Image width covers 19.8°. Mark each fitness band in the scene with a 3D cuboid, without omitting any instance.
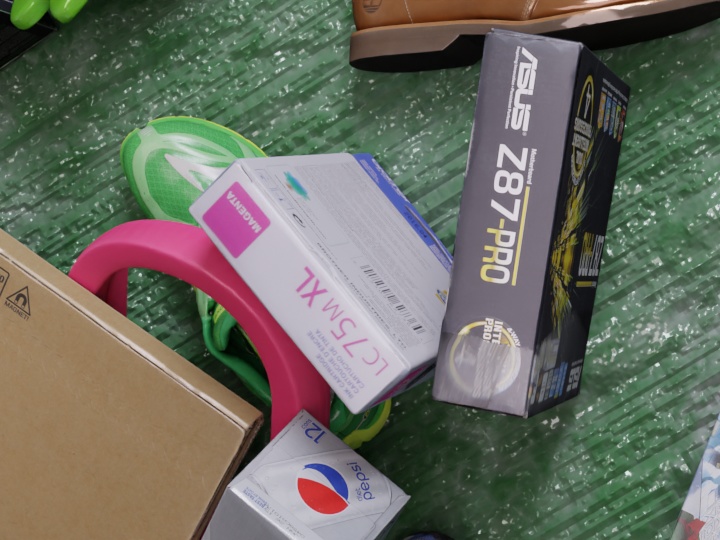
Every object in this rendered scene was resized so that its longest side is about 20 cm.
[{"bbox_3d":[-0.080,0.058,1.014,0.143,0.037,0.201,25,137,20],"label":"fitness band"}]

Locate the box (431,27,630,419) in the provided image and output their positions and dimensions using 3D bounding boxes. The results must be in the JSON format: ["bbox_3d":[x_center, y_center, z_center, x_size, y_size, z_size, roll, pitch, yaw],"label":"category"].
[{"bbox_3d":[0.082,-0.019,0.959,0.049,0.200,0.163,11,91,13],"label":"box"}]

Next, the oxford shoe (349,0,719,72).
[{"bbox_3d":[0.089,-0.143,1.027,0.198,0.071,0.072,-2,84,12],"label":"oxford shoe"}]

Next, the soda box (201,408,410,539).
[{"bbox_3d":[-0.048,0.157,0.995,0.068,0.063,0.201,38,139,9],"label":"soda box"}]

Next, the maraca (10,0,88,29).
[{"bbox_3d":[-0.115,-0.207,1.033,0.107,0.137,0.201,35,72,-28],"label":"maraca"}]

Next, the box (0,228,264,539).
[{"bbox_3d":[-0.162,0.078,1.013,0.199,0.021,0.164,34,119,10],"label":"box"}]

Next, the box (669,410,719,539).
[{"bbox_3d":[0.231,0.114,1.009,0.136,0.040,0.201,22,94,12],"label":"box"}]

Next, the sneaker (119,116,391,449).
[{"bbox_3d":[-0.052,0.002,1.045,0.074,0.084,0.201,-38,82,9],"label":"sneaker"}]

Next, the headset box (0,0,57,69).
[{"bbox_3d":[-0.291,-0.169,1.089,0.173,0.093,0.201,-33,83,10],"label":"headset box"}]

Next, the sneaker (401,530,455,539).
[{"bbox_3d":[0.005,0.226,1.028,0.078,0.089,0.201,25,94,9],"label":"sneaker"}]

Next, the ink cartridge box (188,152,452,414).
[{"bbox_3d":[0.000,0.000,0.978,0.042,0.200,0.120,-42,83,17],"label":"ink cartridge box"}]
